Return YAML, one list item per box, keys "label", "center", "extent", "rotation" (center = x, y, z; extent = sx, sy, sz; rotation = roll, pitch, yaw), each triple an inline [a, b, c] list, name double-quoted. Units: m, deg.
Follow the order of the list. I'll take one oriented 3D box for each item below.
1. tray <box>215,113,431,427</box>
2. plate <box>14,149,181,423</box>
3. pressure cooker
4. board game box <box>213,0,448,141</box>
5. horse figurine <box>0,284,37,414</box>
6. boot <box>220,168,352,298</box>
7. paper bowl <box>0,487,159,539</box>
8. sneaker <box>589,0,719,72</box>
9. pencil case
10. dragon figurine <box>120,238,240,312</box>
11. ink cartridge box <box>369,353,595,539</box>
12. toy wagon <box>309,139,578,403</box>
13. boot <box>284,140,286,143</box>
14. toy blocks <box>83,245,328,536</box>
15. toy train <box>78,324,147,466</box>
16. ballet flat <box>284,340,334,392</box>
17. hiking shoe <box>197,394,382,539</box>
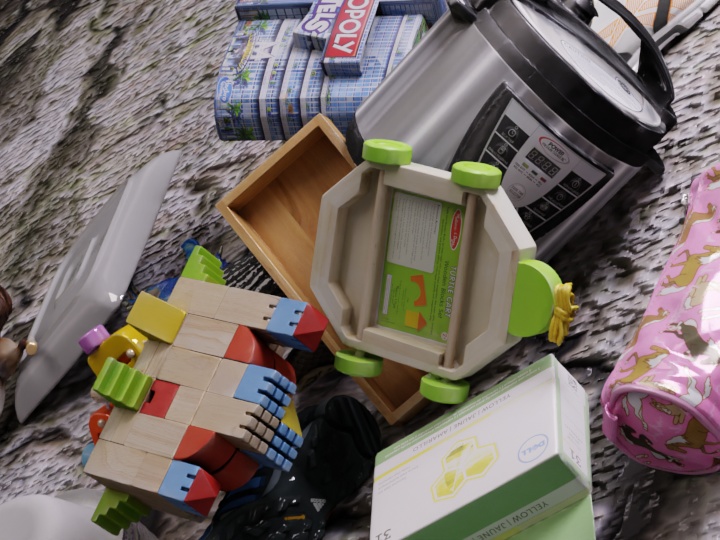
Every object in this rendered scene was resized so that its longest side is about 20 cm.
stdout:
- label: "tray"
  center: [0.000, 0.000, 1.649]
  extent: [0.099, 0.200, 0.037]
  rotation: [-41, -13, 7]
- label: "plate"
  center: [-0.233, 0.007, 2.046]
  extent: [0.200, 0.032, 0.200]
  rotation: [-46, 19, 42]
- label: "pressure cooker"
  center: [0.109, -0.110, 1.629]
  extent: [0.200, 0.176, 0.179]
  rotation: [-46, 69, 16]
- label: "board game box"
  center: [0.004, -0.184, 1.816]
  extent: [0.199, 0.062, 0.200]
  rotation: [-1, 43, 18]
- label: "horse figurine"
  center: [-0.324, 0.110, 2.027]
  extent: [0.132, 0.050, 0.201]
  rotation: [11, 86, 68]
- label: "boot"
  center: [-0.034, -0.019, 1.780]
  extent: [0.158, 0.079, 0.211]
  rotation: [-47, -2, 11]
- label: "paper bowl"
  center: [-0.238, 0.242, 1.706]
  extent: [0.200, 0.104, 0.201]
  rotation: [-32, 29, 20]
- label: "sneaker"
  center: [0.206, -0.204, 1.768]
  extent: [0.200, 0.080, 0.074]
  rotation: [-49, 26, -15]
- label: "pencil case"
  center: [0.212, 0.027, 1.424]
  extent: [0.086, 0.083, 0.200]
  rotation: [-11, 42, 45]
- label: "dragon figurine"
  center: [-0.138, 0.015, 1.936]
  extent: [0.099, 0.059, 0.200]
  rotation: [-44, 17, -3]
- label: "ink cartridge box"
  center: [0.074, 0.157, 1.465]
  extent: [0.145, 0.048, 0.200]
  rotation: [-31, 27, 22]
- label: "toy wagon"
  center: [0.057, 0.005, 1.537]
  extent: [0.199, 0.156, 0.040]
  rotation: [16, 16, 31]
- label: "boot"
  center: [-0.018, -0.126, 1.887]
  extent: [0.200, 0.073, 0.096]
  rotation: [34, 94, 40]
- label: "toy blocks"
  center: [-0.093, 0.090, 1.585]
  extent: [0.136, 0.100, 0.200]
  rotation: [11, 69, 42]
- label: "toy train"
  center: [-0.135, 0.103, 1.760]
  extent: [0.200, 0.151, 0.056]
  rotation: [-2, 24, 43]
- label: "ballet flat"
  center: [0.013, 0.021, 1.746]
  extent: [0.200, 0.046, 0.067]
  rotation: [-47, -2, -1]
- label: "hiking shoe"
  center: [-0.065, 0.171, 1.622]
  extent: [0.200, 0.074, 0.087]
  rotation: [-47, 17, -28]
